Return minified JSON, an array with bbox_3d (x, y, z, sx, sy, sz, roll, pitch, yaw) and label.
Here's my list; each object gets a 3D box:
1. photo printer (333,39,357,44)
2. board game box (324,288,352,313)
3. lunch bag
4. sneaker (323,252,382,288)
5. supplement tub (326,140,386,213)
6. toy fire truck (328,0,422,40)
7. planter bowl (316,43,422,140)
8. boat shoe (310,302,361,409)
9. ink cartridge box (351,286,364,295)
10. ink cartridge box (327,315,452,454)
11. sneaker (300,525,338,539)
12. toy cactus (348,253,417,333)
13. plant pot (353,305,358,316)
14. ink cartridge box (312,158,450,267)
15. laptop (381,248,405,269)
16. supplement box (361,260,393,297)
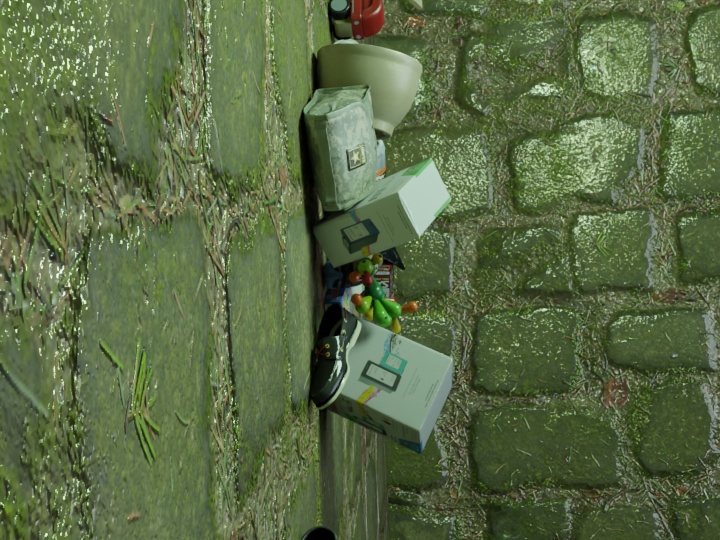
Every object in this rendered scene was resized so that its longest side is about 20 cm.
[{"bbox_3d":[-0.028,-0.377,2.015,0.202,0.068,0.169,-87,173,-52],"label":"photo printer"},{"bbox_3d":[-0.040,0.098,1.895,0.200,0.034,0.138,-72,160,-75],"label":"board game box"},{"bbox_3d":[-0.033,-0.207,1.616,0.201,0.115,0.167,-72,157,-64],"label":"lunch bag"},{"bbox_3d":[0.000,0.000,1.850,0.199,0.081,0.072,-20,107,-65],"label":"sneaker"},{"bbox_3d":[-0.009,-0.149,1.852,0.123,0.120,0.204,-83,170,-64],"label":"supplement tub"},{"bbox_3d":[0.035,-0.586,2.088,0.129,0.195,0.179,78,11,-65],"label":"toy fire truck"},{"bbox_3d":[0.008,-0.317,1.761,0.200,0.196,0.138,47,50,-83],"label":"planter bowl"},{"bbox_3d":[-0.052,0.141,1.596,0.063,0.073,0.203,45,38,-26],"label":"boat shoe"},{"bbox_3d":[-0.023,-0.017,2.085,0.200,0.047,0.149,-57,145,-83],"label":"ink cartridge box"},{"bbox_3d":[0.049,0.206,1.731,0.148,0.197,0.147,-61,164,-21],"label":"ink cartridge box"},{"bbox_3d":[-0.058,0.453,1.356,0.202,0.069,0.100,-95,178,-49],"label":"sneaker"},{"bbox_3d":[0.025,0.016,1.713,0.200,0.101,0.167,51,18,-54],"label":"toy cactus"},{"bbox_3d":[-0.022,0.147,2.183,0.200,0.027,0.205,-2,90,-85],"label":"plant pot"},{"bbox_3d":[0.035,-0.097,1.649,0.089,0.198,0.145,61,38,-15],"label":"ink cartridge box"},{"bbox_3d":[0.040,-0.119,2.383,0.104,0.198,0.178,-55,-160,15],"label":"laptop"},{"bbox_3d":[0.026,0.018,2.333,0.200,0.106,0.062,-76,165,-78],"label":"supplement box"}]
